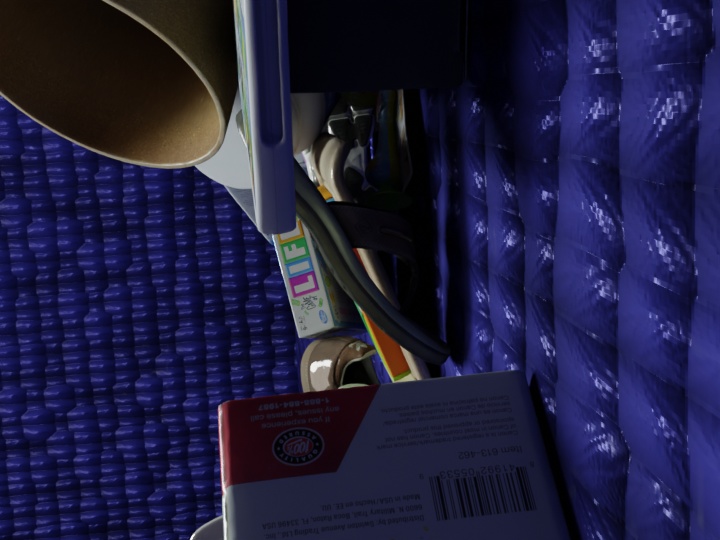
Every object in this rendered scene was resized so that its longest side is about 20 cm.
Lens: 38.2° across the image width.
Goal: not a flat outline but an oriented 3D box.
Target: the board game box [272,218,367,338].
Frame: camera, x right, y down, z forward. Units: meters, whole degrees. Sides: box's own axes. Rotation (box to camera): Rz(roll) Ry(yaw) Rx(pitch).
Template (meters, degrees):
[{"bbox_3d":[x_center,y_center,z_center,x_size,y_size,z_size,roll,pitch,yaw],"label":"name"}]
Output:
[{"bbox_3d":[-0.037,-0.005,0.977,0.200,0.034,0.137,25,-131,-79],"label":"board game box"}]

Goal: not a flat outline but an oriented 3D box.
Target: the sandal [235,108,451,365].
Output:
[{"bbox_3d":[-0.001,-0.024,0.633,0.202,0.057,0.080,55,178,-13],"label":"sandal"}]

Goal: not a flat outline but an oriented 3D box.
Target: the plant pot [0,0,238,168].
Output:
[{"bbox_3d":[-0.140,-0.204,0.691,0.187,0.183,0.203,100,-170,-65],"label":"plant pot"}]

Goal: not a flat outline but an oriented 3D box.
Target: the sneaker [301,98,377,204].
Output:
[{"bbox_3d":[-0.022,-0.099,0.955,0.084,0.079,0.204,89,175,-79],"label":"sneaker"}]

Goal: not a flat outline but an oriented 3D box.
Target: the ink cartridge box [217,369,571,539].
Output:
[{"bbox_3d":[0.018,0.153,0.435,0.084,0.143,0.202,92,172,-49],"label":"ink cartridge box"}]

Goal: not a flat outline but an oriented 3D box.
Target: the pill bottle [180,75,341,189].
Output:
[{"bbox_3d":[-0.067,-0.162,0.834,0.201,0.112,0.115,-64,-17,-45],"label":"pill bottle"}]

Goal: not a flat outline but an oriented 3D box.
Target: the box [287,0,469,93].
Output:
[{"bbox_3d":[-0.005,-0.200,0.609,0.201,0.102,0.151,-108,16,-67],"label":"box"}]

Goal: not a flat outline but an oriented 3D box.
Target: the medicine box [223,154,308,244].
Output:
[{"bbox_3d":[-0.089,-0.155,1.195,0.200,0.101,0.186,57,-155,-68],"label":"medicine box"}]

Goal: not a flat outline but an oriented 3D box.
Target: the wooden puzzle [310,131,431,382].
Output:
[{"bbox_3d":[0.000,0.000,0.783,0.185,0.037,0.203,-124,14,-78],"label":"wooden puzzle"}]

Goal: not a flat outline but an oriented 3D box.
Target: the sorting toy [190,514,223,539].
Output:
[{"bbox_3d":[-0.026,0.213,0.714,0.108,0.176,0.203,-102,10,-52],"label":"sorting toy"}]

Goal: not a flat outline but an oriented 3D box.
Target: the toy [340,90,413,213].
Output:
[{"bbox_3d":[0.007,-0.143,0.781,0.115,0.046,0.204,108,157,-71],"label":"toy"}]

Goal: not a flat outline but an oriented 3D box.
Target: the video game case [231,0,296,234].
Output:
[{"bbox_3d":[-0.053,-0.149,0.519,0.201,0.022,0.185,-105,13,-55],"label":"video game case"}]

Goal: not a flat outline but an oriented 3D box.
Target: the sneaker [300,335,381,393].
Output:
[{"bbox_3d":[0.004,0.156,0.899,0.075,0.070,0.203,-10,101,49],"label":"sneaker"}]

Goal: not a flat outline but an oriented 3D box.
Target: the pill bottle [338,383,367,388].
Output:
[{"bbox_3d":[-0.020,0.194,0.834,0.111,0.109,0.203,-107,35,-63],"label":"pill bottle"}]
